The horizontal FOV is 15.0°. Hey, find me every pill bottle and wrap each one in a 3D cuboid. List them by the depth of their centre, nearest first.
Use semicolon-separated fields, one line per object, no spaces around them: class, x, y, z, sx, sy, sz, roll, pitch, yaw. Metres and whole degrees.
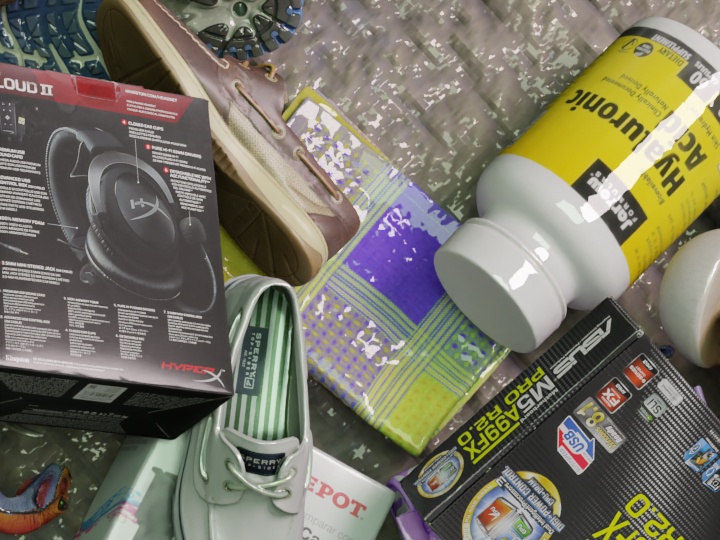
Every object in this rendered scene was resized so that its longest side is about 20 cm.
pill bottle;0.139;-0.047;1.616;0.111;0.111;0.200;44;72;4

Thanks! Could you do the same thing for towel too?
towel;0.000;0.000;1.630;0.200;0.023;0.144;43;65;0

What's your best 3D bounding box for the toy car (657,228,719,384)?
toy car;0.281;0.033;1.607;0.174;0.151;0.200;19;45;28

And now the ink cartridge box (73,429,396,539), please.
ink cartridge box;-0.092;0.180;1.562;0.145;0.083;0.201;29;78;-13

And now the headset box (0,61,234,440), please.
headset box;-0.156;-0.019;1.489;0.148;0.077;0.201;8;62;-32

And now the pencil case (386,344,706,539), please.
pencil case;0.113;0.122;1.605;0.199;0.085;0.084;-25;88;-8

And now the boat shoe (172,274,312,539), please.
boat shoe;-0.063;0.101;1.499;0.073;0.067;0.201;-1;84;-17

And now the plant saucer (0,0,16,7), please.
plant saucer;-0.201;-0.233;1.612;0.029;0.199;0.201;33;75;-39

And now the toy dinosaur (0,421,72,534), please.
toy dinosaur;-0.234;0.062;1.575;0.199;0.105;0.183;-2;95;34

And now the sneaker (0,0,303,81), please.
sneaker;-0.130;-0.153;1.643;0.199;0.085;0.078;-3;107;5

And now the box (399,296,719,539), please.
box;0.142;0.134;1.552;0.160;0.044;0.200;-41;124;2

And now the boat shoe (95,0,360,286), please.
boat shoe;-0.074;-0.088;1.590;0.072;0.072;0.200;-40;91;-32
